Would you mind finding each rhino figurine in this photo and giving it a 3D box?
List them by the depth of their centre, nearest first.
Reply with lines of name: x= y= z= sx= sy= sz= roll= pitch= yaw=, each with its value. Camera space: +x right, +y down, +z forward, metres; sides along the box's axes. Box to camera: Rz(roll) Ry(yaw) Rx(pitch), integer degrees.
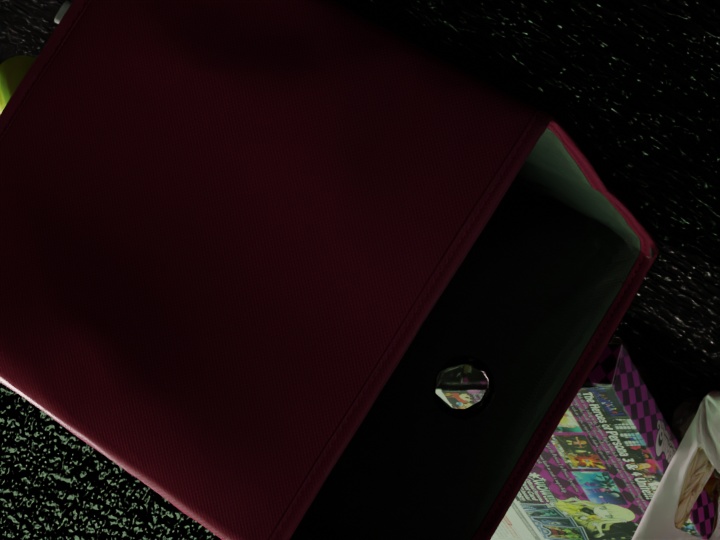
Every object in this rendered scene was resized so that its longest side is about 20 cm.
rhino figurine: x=0.176 y=0.087 z=1.476 sx=0.200 sy=0.060 sz=0.087 roll=13 pitch=156 yaw=46

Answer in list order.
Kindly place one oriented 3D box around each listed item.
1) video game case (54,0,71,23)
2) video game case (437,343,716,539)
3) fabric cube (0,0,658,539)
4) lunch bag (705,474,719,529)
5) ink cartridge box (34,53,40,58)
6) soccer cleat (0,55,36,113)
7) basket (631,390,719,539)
video game case: x=-0.089 y=-0.103 z=1.476 sx=0.200 sy=0.018 sz=0.143 roll=34 pitch=175 yaw=-34
video game case: x=0.107 y=0.110 z=1.439 sx=0.181 sy=0.036 sz=0.200 roll=-1 pitch=145 yaw=28
fabric cube: x=-0.028 y=0.004 z=0.944 sx=0.199 sy=0.196 sz=0.200 roll=30 pitch=177 yaw=24
lunch bag: x=0.155 y=0.141 z=1.642 sx=0.199 sy=0.082 sz=0.176 roll=3 pitch=-170 yaw=-5
ink cartridge box: x=-0.200 y=-0.068 z=1.516 sx=0.116 sy=0.200 sz=0.067 roll=43 pitch=-159 yaw=-36
soccer cleat: x=-0.178 y=-0.059 z=1.431 sx=0.084 sy=0.065 sz=0.200 roll=-1 pitch=148 yaw=31
basket: x=0.250 y=0.161 z=1.296 sx=0.123 sy=0.136 sz=0.200 roll=28 pitch=177 yaw=-14
